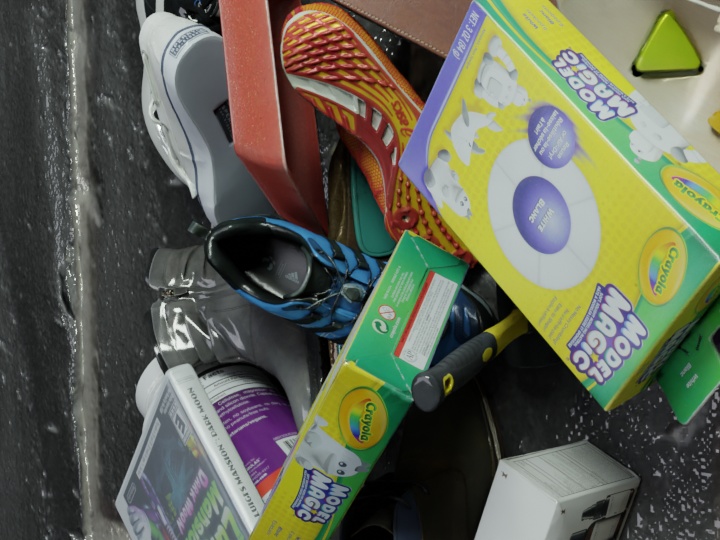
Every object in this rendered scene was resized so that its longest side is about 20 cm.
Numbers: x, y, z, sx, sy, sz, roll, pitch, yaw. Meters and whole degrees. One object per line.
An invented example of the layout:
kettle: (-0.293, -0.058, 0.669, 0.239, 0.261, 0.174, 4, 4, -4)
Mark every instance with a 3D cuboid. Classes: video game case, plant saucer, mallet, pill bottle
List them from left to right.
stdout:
video game case: (-0.108, 0.191, 0.860, 0.183, 0.023, 0.201, 58, 144, 23)
pill bottle: (-0.090, 0.141, 0.935, 0.200, 0.112, 0.114, 41, 122, 40)
plant saucer: (-0.061, -0.135, 0.835, 0.036, 0.200, 0.203, -7, 78, 4)
mallet: (0.071, 0.030, 0.684, 0.041, 0.199, 0.067, -2, 93, 25)

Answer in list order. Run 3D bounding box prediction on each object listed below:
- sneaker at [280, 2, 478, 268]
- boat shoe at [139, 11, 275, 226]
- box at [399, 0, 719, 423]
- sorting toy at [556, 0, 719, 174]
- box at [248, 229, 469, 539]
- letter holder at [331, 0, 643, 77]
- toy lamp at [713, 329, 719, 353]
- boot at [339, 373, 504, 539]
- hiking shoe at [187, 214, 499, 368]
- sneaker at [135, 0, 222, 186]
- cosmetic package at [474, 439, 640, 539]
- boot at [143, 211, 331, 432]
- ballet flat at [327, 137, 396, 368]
sneaker: (0.023, -0.088, 0.791, 0.072, 0.077, 0.201, -29, 107, 14)
boat shoe: (-0.121, -0.109, 0.926, 0.086, 0.074, 0.203, 38, 161, 34)
box: (0.109, -0.026, 0.602, 0.200, 0.048, 0.118, 49, 140, 22)
sorting toy: (0.177, -0.068, 0.604, 0.199, 0.106, 0.182, 35, 113, 39)
box: (-0.007, 0.086, 0.721, 0.048, 0.118, 0.201, 28, 133, -1)
letter holder: (0.084, -0.195, 0.727, 0.200, 0.100, 0.144, 37, 117, 42)
toy lamp: (0.155, -0.003, 0.687, 0.200, 0.058, 0.059, 39, 120, 40)
boot: (0.038, 0.137, 0.778, 0.074, 0.097, 0.203, -13, 71, 34)
hiking shoe: (-0.011, 0.020, 0.782, 0.198, 0.087, 0.075, 18, 93, 16)
sneaker: (-0.122, -0.173, 0.984, 0.112, 0.072, 0.202, -32, 67, 47)
cosmetic package: (0.097, 0.206, 0.745, 0.050, 0.082, 0.202, 34, 117, 43)
boot: (-0.084, 0.057, 0.901, 0.130, 0.070, 0.202, -20, 54, 7)
ballet flat: (0.000, 0.000, 0.868, 0.072, 0.067, 0.203, 175, 92, -69)
